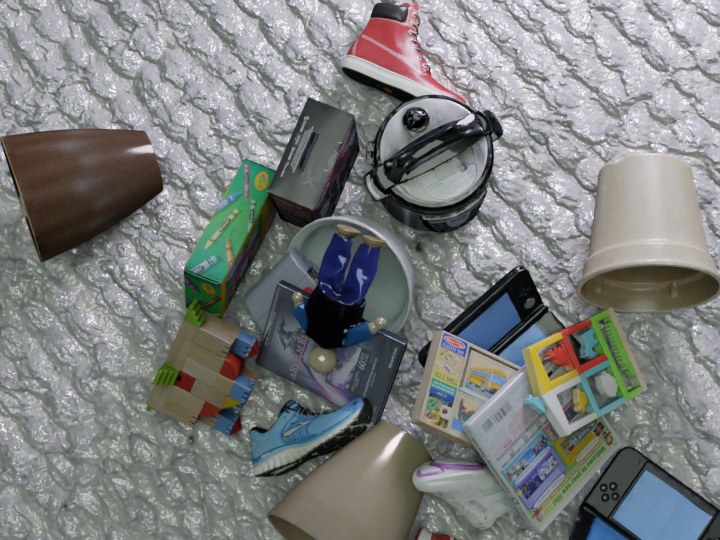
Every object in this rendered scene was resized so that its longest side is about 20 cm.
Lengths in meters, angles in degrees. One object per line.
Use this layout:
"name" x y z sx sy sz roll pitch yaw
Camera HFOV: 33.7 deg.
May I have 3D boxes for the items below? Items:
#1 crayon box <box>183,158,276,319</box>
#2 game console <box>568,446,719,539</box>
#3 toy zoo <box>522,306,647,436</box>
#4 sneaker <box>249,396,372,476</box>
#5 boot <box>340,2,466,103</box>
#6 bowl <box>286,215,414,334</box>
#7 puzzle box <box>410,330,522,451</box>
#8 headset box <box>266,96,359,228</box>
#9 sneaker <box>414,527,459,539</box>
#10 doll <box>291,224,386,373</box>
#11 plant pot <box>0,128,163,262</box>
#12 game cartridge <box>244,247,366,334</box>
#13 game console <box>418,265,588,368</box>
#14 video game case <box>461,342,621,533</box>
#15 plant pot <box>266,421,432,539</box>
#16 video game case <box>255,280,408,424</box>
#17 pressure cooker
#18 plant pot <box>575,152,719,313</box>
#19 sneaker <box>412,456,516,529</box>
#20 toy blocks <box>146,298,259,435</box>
"crayon box" -0.181 -0.043 1.687 0.058 0.119 0.200 22 62 5
"game console" 0.404 0.361 1.625 0.200 0.119 0.172 36 84 7
"toy zoo" 0.304 0.145 1.658 0.200 0.020 0.131 -21 87 -32
"sneaker" -0.078 0.218 1.672 0.200 0.078 0.090 -26 71 16
"boot" 0.089 -0.322 1.781 0.200 0.072 0.144 27 81 10
"bowl" 0.000 0.000 1.697 0.201 0.090 0.201 14 122 24
"puzzle box" 0.170 0.180 1.626 0.200 0.025 0.133 25 67 -23
"headset box" -0.064 -0.146 1.689 0.075 0.200 0.149 22 83 6
"sneaker" 0.112 0.466 1.640 0.115 0.078 0.200 12 82 5
"doll" -0.026 0.046 1.599 0.136 0.048 0.200 21 99 14
"plant pot" -0.395 -0.131 1.725 0.200 0.187 0.187 -19 80 -16
"game cartridge" -0.068 0.079 1.693 0.200 0.041 0.133 47 126 -1
"game console" 0.207 0.125 1.679 0.200 0.176 0.116 -41 53 -5
"video game case" 0.252 0.227 1.636 0.200 0.022 0.182 -39 99 -32
"plant pot" 0.006 0.313 1.631 0.187 0.187 0.200 36 70 8
"video game case" -0.043 0.115 1.667 0.200 0.019 0.143 25 120 12
"pressure cooker" 0.099 -0.153 1.684 0.178 0.200 0.176 18 81 4
"plant pot" 0.402 -0.058 1.673 0.200 0.201 0.184 2 70 3
"sneaker" 0.152 0.307 1.627 0.200 0.075 0.100 10 89 -38
"toy blocks" -0.208 0.150 1.679 0.137 0.100 0.200 27 113 1
